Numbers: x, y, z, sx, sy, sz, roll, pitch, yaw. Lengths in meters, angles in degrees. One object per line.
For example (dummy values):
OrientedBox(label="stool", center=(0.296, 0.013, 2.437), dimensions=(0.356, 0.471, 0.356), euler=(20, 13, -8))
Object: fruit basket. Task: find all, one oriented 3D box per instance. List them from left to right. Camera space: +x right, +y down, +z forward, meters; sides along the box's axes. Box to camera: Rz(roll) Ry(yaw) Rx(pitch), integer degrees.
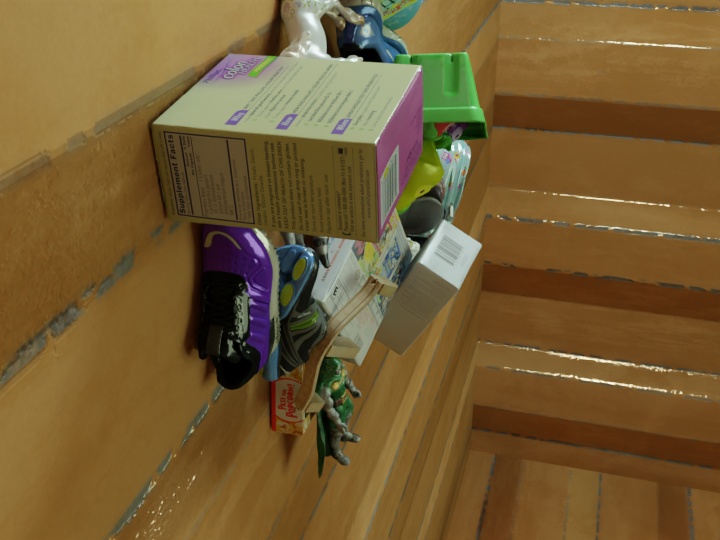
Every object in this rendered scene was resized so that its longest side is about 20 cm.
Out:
OrientedBox(label="fruit basket", center=(0.090, -0.173, 1.179), dimensions=(0.216, 0.155, 0.216), euler=(1, 90, -80))

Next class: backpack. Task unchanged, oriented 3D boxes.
OrientedBox(label="backpack", center=(0.107, -0.141, 1.510), dimensions=(0.167, 0.126, 0.200), euler=(-127, -132, -66))

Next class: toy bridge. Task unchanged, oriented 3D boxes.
OrientedBox(label="toy bridge", center=(-0.030, 0.093, 1.082), dimensions=(0.067, 0.027, 0.200), euler=(12, 113, -56))

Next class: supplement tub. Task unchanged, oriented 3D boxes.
OrientedBox(label="supplement tub", center=(0.064, -0.142, 1.341), dimensions=(0.200, 0.107, 0.107), euler=(-108, -172, -45))

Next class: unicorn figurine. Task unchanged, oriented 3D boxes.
OrientedBox(label="unicorn figurine", center=(-0.049, -0.251, 0.996), dimensions=(0.137, 0.074, 0.200), euler=(4, 57, -46))

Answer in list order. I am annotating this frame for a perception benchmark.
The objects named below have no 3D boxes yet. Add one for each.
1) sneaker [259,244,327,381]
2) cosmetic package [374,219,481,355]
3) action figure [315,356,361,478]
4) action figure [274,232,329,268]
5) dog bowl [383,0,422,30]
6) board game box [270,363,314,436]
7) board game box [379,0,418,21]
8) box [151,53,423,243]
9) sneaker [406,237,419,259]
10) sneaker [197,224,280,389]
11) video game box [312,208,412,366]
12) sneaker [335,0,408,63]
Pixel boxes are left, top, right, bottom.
OrientedBox(label="sneaker", center=(-0.076, 0.043, 1.000), dimensions=(0.083, 0.071, 0.200), euler=(-18, 142, -30))
OrientedBox(label="cosmetic package", center=(0.090, 0.029, 1.305), dimensions=(0.101, 0.071, 0.200), euler=(-57, -179, -39))
OrientedBox(label="action figure", center=(-0.033, 0.183, 1.200), dimensions=(0.200, 0.055, 0.118), euler=(83, 24, -45))
OrientedBox(label="action figure", center=(-0.055, -0.108, 1.049), dimensions=(0.200, 0.105, 0.194), euler=(-4, 110, -75))
OrientedBox(label="dog bowl", center=(0.042, -0.444, 1.254), dimensions=(0.050, 0.111, 0.200), euler=(5, 92, -44))
OrientedBox(label="board game box", center=(-0.073, 0.094, 1.182), dimensions=(0.152, 0.046, 0.200), euler=(-54, 149, -63))
OrientedBox(label="board game box", center=(0.019, -0.401, 1.109), dimensions=(0.105, 0.103, 0.200), euler=(63, 12, 8))
OrientedBox(label="box", center=(-0.058, -0.119, 0.817), dimensions=(0.176, 0.200, 0.097), euler=(-65, 158, -53))
OrientedBox(label="sneaker", center=(0.032, -0.046, 1.363), dimensions=(0.200, 0.115, 0.074), euler=(86, -8, -52))
OrientedBox(label="sneaker", center=(-0.128, 0.040, 0.890), dimensions=(0.100, 0.070, 0.200), euler=(-60, 153, -46))
OrientedBox(label="video game box", center=(-0.002, 0.003, 1.150), dimensions=(0.182, 0.047, 0.200), euler=(-61, 155, -20))
OrientedBox(label="sneaker", center=(0.009, -0.276, 1.158), dimensions=(0.200, 0.078, 0.089), euler=(31, 63, -67))
